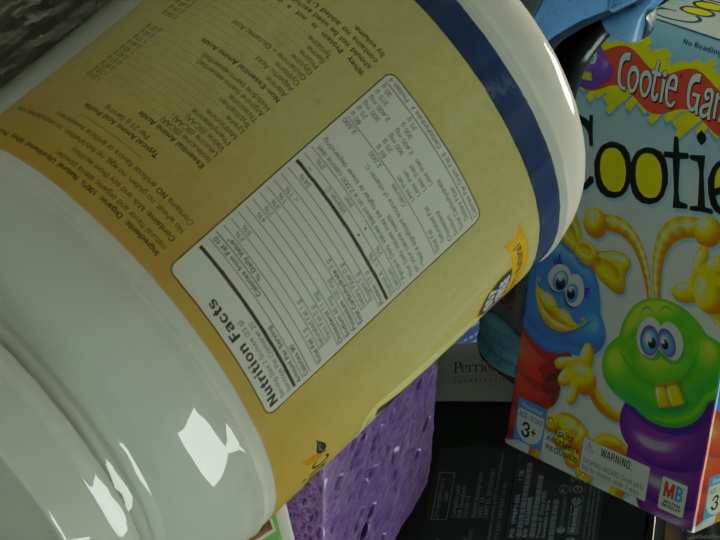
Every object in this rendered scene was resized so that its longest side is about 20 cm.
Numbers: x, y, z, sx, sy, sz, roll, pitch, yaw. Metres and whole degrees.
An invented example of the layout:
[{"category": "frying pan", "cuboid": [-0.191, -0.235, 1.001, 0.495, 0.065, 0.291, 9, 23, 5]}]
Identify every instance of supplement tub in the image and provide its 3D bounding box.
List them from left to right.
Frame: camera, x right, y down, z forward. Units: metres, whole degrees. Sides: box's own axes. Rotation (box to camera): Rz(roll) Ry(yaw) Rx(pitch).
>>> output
[{"category": "supplement tub", "cuboid": [-0.047, -0.007, 0.683, 0.200, 0.144, 0.145, -42, 165, -22]}]

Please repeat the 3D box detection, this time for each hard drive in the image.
[{"category": "hard drive", "cuboid": [0.035, 0.119, 1.056, 0.199, 0.140, 0.033, 0, 138, 16]}]

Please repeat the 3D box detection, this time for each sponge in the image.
[{"category": "sponge", "cuboid": [-0.001, 0.044, 0.942, 0.112, 0.030, 0.201, -53, 154, -44]}]

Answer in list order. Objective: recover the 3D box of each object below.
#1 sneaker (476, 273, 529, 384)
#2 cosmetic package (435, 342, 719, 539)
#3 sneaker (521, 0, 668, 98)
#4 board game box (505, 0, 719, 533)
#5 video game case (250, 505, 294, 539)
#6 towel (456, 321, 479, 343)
[{"category": "sneaker", "cuboid": [0.140, -0.021, 1.085, 0.200, 0.079, 0.096, -31, 139, -34]}, {"category": "cosmetic package", "cuboid": [0.135, 0.107, 1.113, 0.199, 0.152, 0.052, -4, 165, 15]}, {"category": "sneaker", "cuboid": [0.101, -0.132, 0.800, 0.066, 0.079, 0.200, -11, 147, -48]}, {"category": "board game box", "cuboid": [0.142, -0.013, 0.972, 0.105, 0.103, 0.201, -17, 121, -44]}, {"category": "video game case", "cuboid": [-0.110, 0.056, 0.744, 0.022, 0.183, 0.199, -9, -174, 46]}, {"category": "towel", "cuboid": [0.078, 0.009, 1.177, 0.144, 0.024, 0.200, -28, 159, -25]}]
